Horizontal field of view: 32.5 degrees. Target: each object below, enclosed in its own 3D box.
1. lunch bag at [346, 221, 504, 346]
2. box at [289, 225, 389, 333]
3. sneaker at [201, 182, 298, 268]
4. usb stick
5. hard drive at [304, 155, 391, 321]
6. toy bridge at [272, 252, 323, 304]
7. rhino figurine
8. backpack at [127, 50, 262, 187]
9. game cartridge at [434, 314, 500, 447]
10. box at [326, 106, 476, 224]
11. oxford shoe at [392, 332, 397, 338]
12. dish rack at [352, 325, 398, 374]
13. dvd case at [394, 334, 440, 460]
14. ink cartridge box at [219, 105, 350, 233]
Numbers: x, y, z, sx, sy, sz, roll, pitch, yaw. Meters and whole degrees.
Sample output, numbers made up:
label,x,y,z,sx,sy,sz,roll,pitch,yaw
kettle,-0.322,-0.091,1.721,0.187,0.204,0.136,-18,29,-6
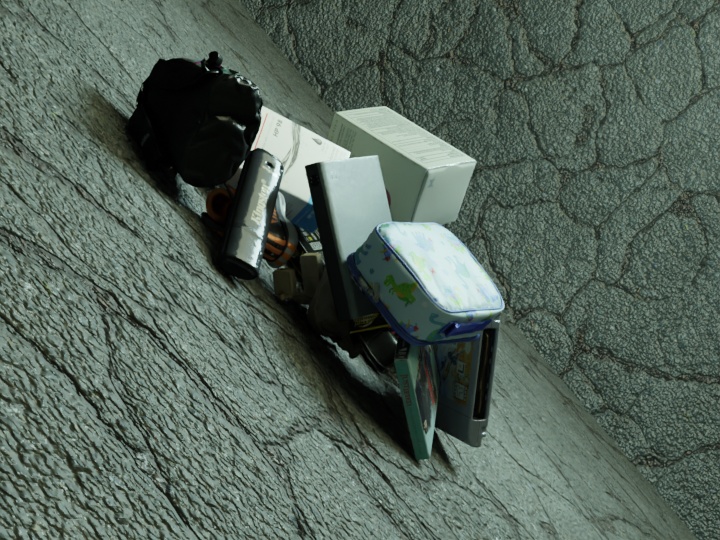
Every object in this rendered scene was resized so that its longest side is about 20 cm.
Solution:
label,x,y,z,sx,sy,sz,roll,pitch,yaw
lunch bag,0.085,0.019,1.546,0.161,0.083,0.200,51,26,20
box,0.000,0.000,1.777,0.159,0.050,0.200,-8,43,-31
sneaker,-0.155,-0.084,1.605,0.112,0.078,0.200,32,7,-31
usb stick,-0.132,-0.071,1.508,0.055,0.033,0.201,26,45,-17
hard drive,-0.003,-0.043,1.588,0.139,0.033,0.202,-14,92,-57
toy bridge,-0.062,0.011,1.642,0.200,0.027,0.068,-32,119,-63
rhino figurine,-0.017,0.012,1.633,0.087,0.060,0.201,44,48,-35
backpack,-0.213,-0.194,1.583,0.126,0.168,0.200,28,3,-36
game cartridge,0.135,0.127,1.688,0.041,0.202,0.133,1,8,-32
box,0.055,-0.159,1.896,0.200,0.110,0.127,36,31,31
oxford shoe,0.065,0.075,1.986,0.073,0.071,0.200,47,7,35
dish rack,0.052,0.111,1.821,0.200,0.054,0.154,40,13,-48
dvd case,0.075,0.126,1.582,0.200,0.022,0.147,-75,155,-64
ink cartridge box,-0.125,-0.153,1.742,0.199,0.067,0.116,26,59,-17
